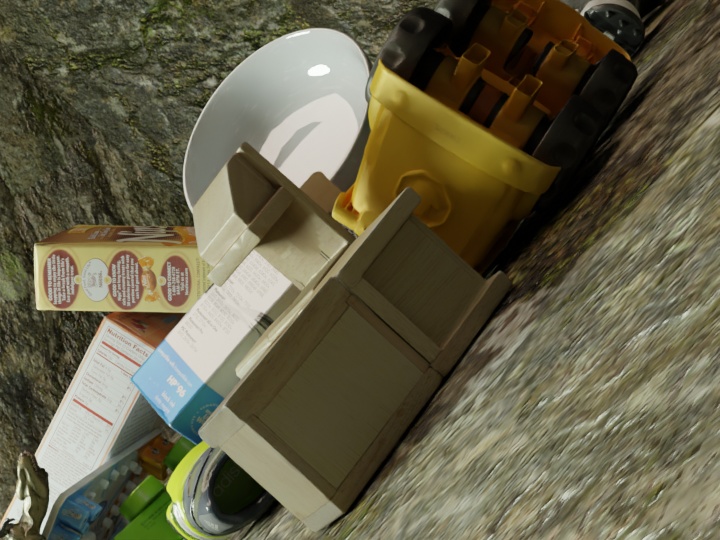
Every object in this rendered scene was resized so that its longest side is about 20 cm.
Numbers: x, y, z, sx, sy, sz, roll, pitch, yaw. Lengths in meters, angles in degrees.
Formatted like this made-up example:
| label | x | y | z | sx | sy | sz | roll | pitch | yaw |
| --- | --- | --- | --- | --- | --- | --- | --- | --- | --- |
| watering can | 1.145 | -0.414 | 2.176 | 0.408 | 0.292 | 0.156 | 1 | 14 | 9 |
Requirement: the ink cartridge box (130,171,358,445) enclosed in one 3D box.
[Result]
| label | x | y | z | sx | sy | sz | roll | pitch | yaw |
| --- | --- | --- | --- | --- | --- | --- | --- | --- | --- |
| ink cartridge box | -0.051 | 0.043 | 1.174 | 0.200 | 0.116 | 0.068 | -49 | 45 | -1 |

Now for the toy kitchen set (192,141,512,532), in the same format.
| label | x | y | z | sx | sy | sz | roll | pitch | yaw |
| --- | --- | --- | --- | --- | --- | --- | --- | --- | --- |
| toy kitchen set | -0.060 | 0.045 | 0.915 | 0.181 | 0.163 | 0.200 | -50 | 3 | -35 |

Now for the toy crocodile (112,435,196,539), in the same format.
| label | x | y | z | sx | sy | sz | roll | pitch | yaw |
| --- | --- | --- | --- | --- | --- | --- | --- | --- | --- |
| toy crocodile | -0.138 | 0.181 | 1.266 | 0.062 | 0.067 | 0.200 | -53 | -2 | 32 |

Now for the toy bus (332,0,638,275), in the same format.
| label | x | y | z | sx | sy | sz | roll | pitch | yaw |
| --- | --- | --- | --- | --- | --- | --- | --- | --- | --- |
| toy bus | 0.069 | -0.069 | 1.044 | 0.200 | 0.135 | 0.193 | -49 | -14 | -53 |

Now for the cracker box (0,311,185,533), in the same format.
| label | x | y | z | sx | sy | sz | roll | pitch | yaw |
| --- | --- | --- | --- | --- | --- | --- | --- | --- | --- |
| cracker box | -0.199 | 0.121 | 1.315 | 0.201 | 0.057 | 0.134 | -61 | -8 | 14 |

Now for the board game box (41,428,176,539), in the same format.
| label | x | y | z | sx | sy | sz | roll | pitch | yaw |
| --- | --- | --- | --- | --- | --- | --- | --- | --- | --- |
| board game box | -0.215 | 0.238 | 1.271 | 0.201 | 0.026 | 0.200 | -68 | -9 | 14 |

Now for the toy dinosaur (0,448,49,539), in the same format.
| label | x | y | z | sx | sy | sz | roll | pitch | yaw |
| --- | --- | --- | --- | --- | --- | --- | --- | --- | --- |
| toy dinosaur | -0.250 | 0.227 | 1.128 | 0.088 | 0.047 | 0.201 | -139 | 72 | -78 |

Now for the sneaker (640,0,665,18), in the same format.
| label | x | y | z | sx | sy | sz | roll | pitch | yaw |
| --- | --- | --- | --- | --- | --- | --- | --- | --- | --- |
| sneaker | 0.190 | -0.206 | 1.377 | 0.114 | 0.076 | 0.199 | -52 | 1 | -23 |

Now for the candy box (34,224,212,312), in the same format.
| label | x | y | z | sx | sy | sz | roll | pitch | yaw |
| --- | --- | --- | --- | --- | --- | --- | --- | --- | --- |
| candy box | -0.141 | -0.002 | 1.279 | 0.115 | 0.198 | 0.056 | -50 | -39 | -79 |

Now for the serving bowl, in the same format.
| label | x | y | z | sx | sy | sz | roll | pitch | yaw |
| --- | --- | --- | --- | --- | --- | --- | --- | --- | --- |
| serving bowl | -0.055 | -0.104 | 1.399 | 0.199 | 0.066 | 0.201 | -21 | 50 | 28 |

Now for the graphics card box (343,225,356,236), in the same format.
| label | x | y | z | sx | sy | sz | roll | pitch | yaw |
| --- | --- | --- | --- | --- | --- | --- | --- | --- | --- |
| graphics card box | 0.000 | 0.000 | 1.348 | 0.200 | 0.051 | 0.126 | -58 | -13 | -66 |

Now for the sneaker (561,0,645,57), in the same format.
| label | x | y | z | sx | sy | sz | roll | pitch | yaw |
| --- | --- | --- | --- | --- | --- | --- | --- | --- | --- |
| sneaker | 0.159 | -0.175 | 1.321 | 0.200 | 0.066 | 0.091 | -40 | 27 | 47 |

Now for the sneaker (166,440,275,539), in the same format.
| label | x | y | z | sx | sy | sz | roll | pitch | yaw |
| --- | --- | --- | --- | --- | --- | --- | --- | --- | --- |
| sneaker | -0.046 | 0.098 | 1.081 | 0.201 | 0.074 | 0.081 | -55 | 14 | -15 |
